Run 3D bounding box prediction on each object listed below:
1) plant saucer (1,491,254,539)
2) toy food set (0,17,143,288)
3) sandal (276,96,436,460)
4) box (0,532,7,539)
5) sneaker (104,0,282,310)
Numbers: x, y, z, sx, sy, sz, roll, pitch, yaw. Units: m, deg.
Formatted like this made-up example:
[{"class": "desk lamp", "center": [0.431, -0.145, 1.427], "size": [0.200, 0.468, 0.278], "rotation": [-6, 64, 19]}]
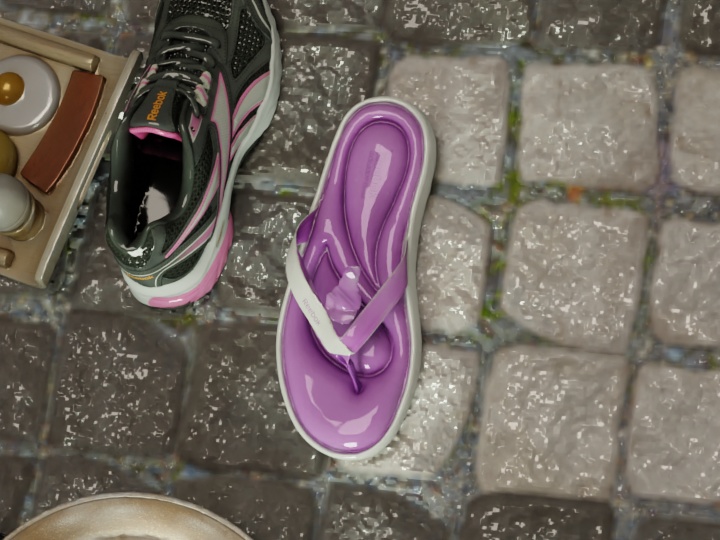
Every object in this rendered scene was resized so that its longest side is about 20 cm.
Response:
[{"class": "plant saucer", "center": [-0.122, 0.218, 1.473], "size": [0.199, 0.032, 0.202], "rotation": [1, 76, -3]}, {"class": "toy food set", "center": [-0.235, -0.087, 1.604], "size": [0.199, 0.060, 0.144], "rotation": [19, 81, 20]}, {"class": "sandal", "center": [-0.007, 0.000, 1.517], "size": [0.082, 0.050, 0.204], "rotation": [2, 75, 17]}, {"class": "box", "center": [-0.310, 0.225, 1.507], "size": [0.199, 0.124, 0.198], "rotation": [1, 77, 17]}, {"class": "sneaker", "center": [-0.096, -0.084, 1.548], "size": [0.080, 0.086, 0.201], "rotation": [2, 75, 15]}]
